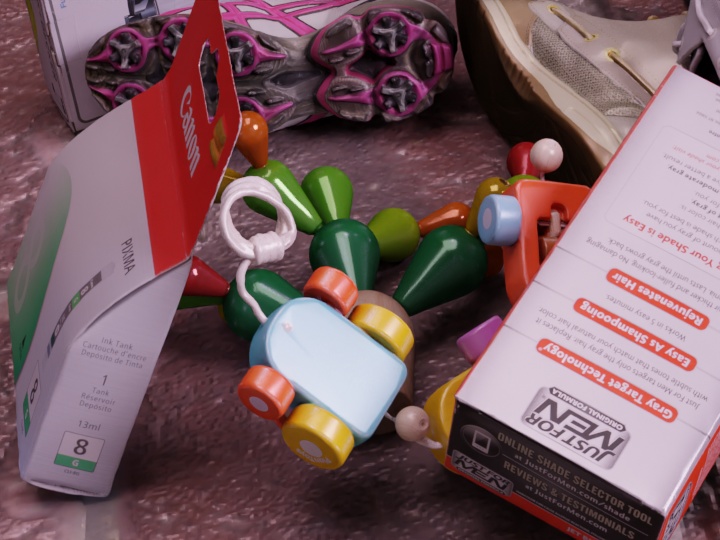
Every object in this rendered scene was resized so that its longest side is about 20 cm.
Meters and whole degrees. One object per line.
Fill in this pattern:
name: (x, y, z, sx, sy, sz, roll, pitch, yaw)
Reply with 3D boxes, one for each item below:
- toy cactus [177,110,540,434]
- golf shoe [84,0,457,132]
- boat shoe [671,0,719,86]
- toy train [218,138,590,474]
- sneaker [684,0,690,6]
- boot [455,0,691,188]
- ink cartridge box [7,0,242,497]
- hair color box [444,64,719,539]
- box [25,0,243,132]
toy cactus: (0.000, 0.000, 1.217, 0.198, 0.103, 0.166, -5, 43, -7)
golf shoe: (-0.047, -0.110, 1.405, 0.198, 0.073, 0.092, -2, 16, 4)
boat shoe: (0.181, -0.108, 1.236, 0.068, 0.072, 0.200, -42, 35, 12)
toy train: (0.026, 0.020, 1.142, 0.199, 0.056, 0.151, 0, 71, -24)
sneaker: (0.201, -0.214, 1.432, 0.075, 0.116, 0.201, -17, 35, -8)
boot: (0.145, -0.112, 1.341, 0.154, 0.072, 0.200, -21, 40, -13)
ink cartridge box: (-0.111, -0.025, 1.183, 0.050, 0.201, 0.161, 11, 30, -16)
hair color box: (0.127, 0.018, 1.105, 0.101, 0.061, 0.200, 29, 59, 13)
box: (-0.086, -0.167, 1.447, 0.199, 0.117, 0.060, -21, 35, -12)
